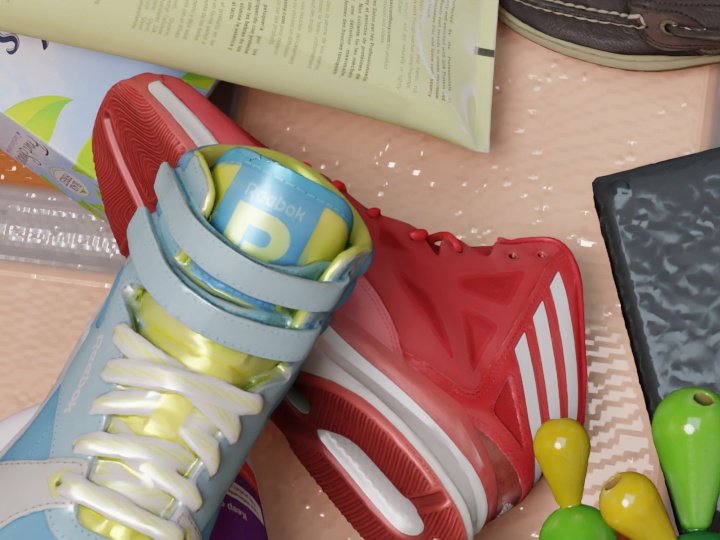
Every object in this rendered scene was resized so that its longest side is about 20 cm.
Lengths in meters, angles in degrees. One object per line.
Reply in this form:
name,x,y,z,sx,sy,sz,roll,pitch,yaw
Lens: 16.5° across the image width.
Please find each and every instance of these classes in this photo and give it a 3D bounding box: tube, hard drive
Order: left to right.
tube,-0.042,-0.093,0.870,0.198,0.058,0.052,8,28,-20
hard drive,0.193,0.011,0.877,0.198,0.033,0.141,-13,71,2

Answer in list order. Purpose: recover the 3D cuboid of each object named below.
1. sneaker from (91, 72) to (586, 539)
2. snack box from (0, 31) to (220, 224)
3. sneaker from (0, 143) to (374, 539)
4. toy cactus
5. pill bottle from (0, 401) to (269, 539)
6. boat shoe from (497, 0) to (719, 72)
sneaker,0.000,0.000,0.872,0.115,0.078,0.201,-33,85,-37
snack box,-0.123,-0.143,0.910,0.199,0.068,0.169,34,78,-9
sneaker,-0.058,0.037,0.723,0.079,0.131,0.201,27,41,-9
toy cactus,0.086,0.143,0.778,0.165,0.102,0.201,34,87,28
pill bottle,-0.073,0.145,0.794,0.112,0.113,0.201,-16,51,1
boat shoe,0.136,-0.112,0.894,0.198,0.065,0.074,7,67,19
